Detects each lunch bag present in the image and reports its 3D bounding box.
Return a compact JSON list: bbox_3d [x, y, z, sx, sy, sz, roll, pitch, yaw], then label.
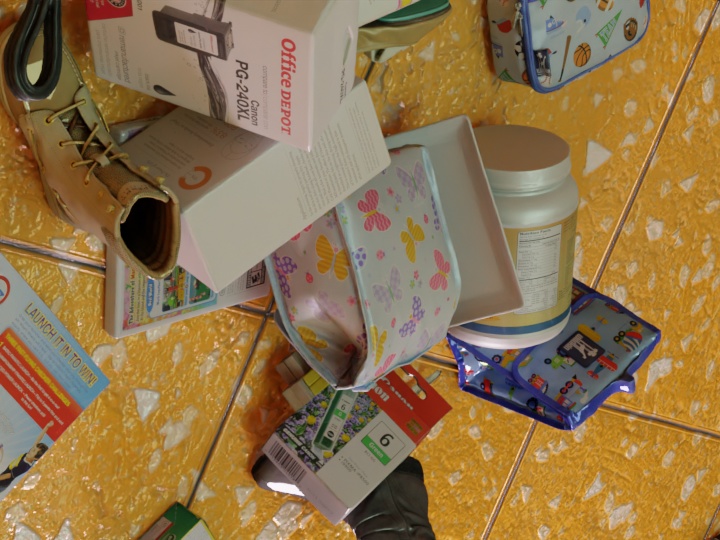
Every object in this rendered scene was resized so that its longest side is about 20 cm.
[{"bbox_3d":[0.219,0.093,1.925,0.150,0.200,0.094,-40,134,-24],"label":"lunch bag"},{"bbox_3d":[0.212,-0.282,1.822,0.200,0.075,0.161,-31,127,-32],"label":"lunch bag"},{"bbox_3d":[0.000,0.000,1.666,0.169,0.127,0.201,-28,103,-49],"label":"lunch bag"}]

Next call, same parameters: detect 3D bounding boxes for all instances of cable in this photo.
[{"bbox_3d":[-0.251,-0.234,1.373,0.097,0.050,0.201,-14,107,-53],"label":"cable"}]

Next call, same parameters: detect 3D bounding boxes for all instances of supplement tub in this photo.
[{"bbox_3d":[0.151,-0.036,1.832,0.144,0.144,0.201,-22,124,-37],"label":"supplement tub"}]

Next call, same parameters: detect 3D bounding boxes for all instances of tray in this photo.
[{"bbox_3d":[0.089,-0.047,1.751,0.022,0.107,0.201,-32,106,-66],"label":"tray"}]

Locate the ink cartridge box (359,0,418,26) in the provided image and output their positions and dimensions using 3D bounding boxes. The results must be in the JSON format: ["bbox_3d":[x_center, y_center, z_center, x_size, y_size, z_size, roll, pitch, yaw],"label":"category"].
[{"bbox_3d":[-0.013,-0.287,1.530,0.200,0.125,0.129,-27,111,-34],"label":"ink cartridge box"}]

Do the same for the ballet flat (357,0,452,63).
[{"bbox_3d":[-0.004,-0.220,1.647,0.199,0.069,0.063,-12,128,-31],"label":"ballet flat"}]

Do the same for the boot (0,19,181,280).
[{"bbox_3d":[-0.216,-0.096,1.418,0.073,0.155,0.200,-29,129,-23],"label":"boot"}]

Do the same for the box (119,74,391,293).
[{"bbox_3d":[-0.094,-0.095,1.524,0.200,0.124,0.098,-37,134,-19],"label":"box"}]

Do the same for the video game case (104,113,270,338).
[{"bbox_3d":[-0.151,-0.051,1.611,0.182,0.024,0.201,-16,122,-39],"label":"video game case"}]

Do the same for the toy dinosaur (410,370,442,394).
[{"bbox_3d":[0.027,0.199,1.907,0.088,0.047,0.201,6,103,-51],"label":"toy dinosaur"}]

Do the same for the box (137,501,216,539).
[{"bbox_3d":[-0.173,0.337,1.773,0.117,0.048,0.200,-44,133,-21],"label":"box"}]

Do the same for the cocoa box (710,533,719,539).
[{"bbox_3d":[0.535,0.488,2.500,0.131,0.133,0.201,-24,126,-34],"label":"cocoa box"}]

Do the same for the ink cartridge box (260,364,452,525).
[{"bbox_3d":[0.006,0.152,1.790,0.200,0.109,0.050,-40,172,-34],"label":"ink cartridge box"}]

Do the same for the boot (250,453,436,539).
[{"bbox_3d":[-0.007,0.245,1.792,0.199,0.132,0.070,7,136,-23],"label":"boot"}]

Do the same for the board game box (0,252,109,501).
[{"bbox_3d":[-0.335,0.099,1.477,0.196,0.056,0.200,-48,137,-16],"label":"board game box"}]

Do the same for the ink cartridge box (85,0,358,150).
[{"bbox_3d":[-0.109,-0.196,1.397,0.145,0.199,0.084,93,21,-55],"label":"ink cartridge box"}]

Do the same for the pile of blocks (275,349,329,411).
[{"bbox_3d":[-0.010,0.055,1.768,0.200,0.082,0.062,-40,95,-30],"label":"pile of blocks"}]
